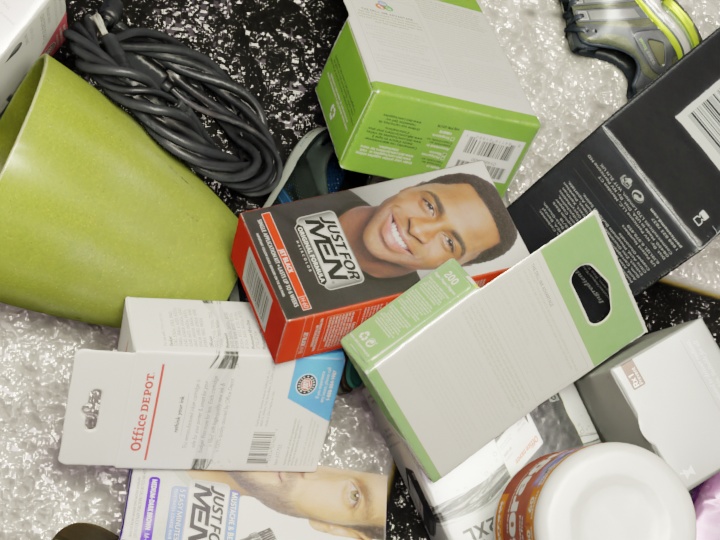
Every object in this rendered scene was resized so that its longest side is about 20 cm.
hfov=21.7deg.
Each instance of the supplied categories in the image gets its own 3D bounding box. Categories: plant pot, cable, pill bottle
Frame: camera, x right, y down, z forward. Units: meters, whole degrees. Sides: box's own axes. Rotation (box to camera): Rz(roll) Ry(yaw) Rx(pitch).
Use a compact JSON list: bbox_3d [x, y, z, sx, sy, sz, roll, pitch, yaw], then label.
[{"bbox_3d":[-0.191,-0.034,1.424,0.199,0.187,0.189,27,77,-17],"label":"plant pot"},{"bbox_3d":[-0.137,-0.133,1.451,0.200,0.163,0.051,42,103,-6],"label":"cable"},{"bbox_3d":[0.155,0.182,1.324,0.111,0.200,0.114,1,81,-8],"label":"pill bottle"}]

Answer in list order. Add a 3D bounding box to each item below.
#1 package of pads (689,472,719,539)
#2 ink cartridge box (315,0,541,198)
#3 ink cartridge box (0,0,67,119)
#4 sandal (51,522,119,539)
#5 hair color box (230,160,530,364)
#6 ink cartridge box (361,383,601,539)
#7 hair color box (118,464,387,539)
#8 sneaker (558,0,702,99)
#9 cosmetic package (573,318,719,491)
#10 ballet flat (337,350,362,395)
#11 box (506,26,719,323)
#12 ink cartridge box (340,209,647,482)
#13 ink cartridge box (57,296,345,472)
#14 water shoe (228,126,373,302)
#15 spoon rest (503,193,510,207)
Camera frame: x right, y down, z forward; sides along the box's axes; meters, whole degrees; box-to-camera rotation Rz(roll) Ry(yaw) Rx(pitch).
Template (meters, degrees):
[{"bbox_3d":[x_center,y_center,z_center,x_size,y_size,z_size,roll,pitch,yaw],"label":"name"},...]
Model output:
[{"bbox_3d":[0.323,0.180,1.496,0.120,0.076,0.201,30,78,-4],"label":"package of pads"},{"bbox_3d":[0.041,-0.158,1.491,0.146,0.076,0.201,10,37,-24],"label":"ink cartridge box"},{"bbox_3d":[-0.314,-0.148,1.432,0.085,0.146,0.201,38,78,1],"label":"ink cartridge box"},{"bbox_3d":[-0.158,0.270,1.432,0.199,0.055,0.082,34,71,14],"label":"sandal"},{"bbox_3d":[0.015,-0.008,1.383,0.198,0.061,0.102,-13,59,-22],"label":"hair color box"},{"bbox_3d":[0.110,0.149,1.468,0.144,0.084,0.202,-24,85,-11],"label":"ink cartridge box"},{"bbox_3d":[-0.081,0.198,1.421,0.198,0.065,0.110,10,42,-7],"label":"hair color box"},{"bbox_3d":[0.189,-0.225,1.552,0.200,0.074,0.081,42,81,3],"label":"sneaker"},{"bbox_3d":[0.225,0.107,1.430,0.090,0.200,0.108,-29,89,-11],"label":"cosmetic package"},{"bbox_3d":[0.000,0.000,1.493,0.063,0.067,0.202,16,74,26],"label":"ballet flat"},{"bbox_3d":[0.229,-0.073,1.438,0.196,0.200,0.118,-38,86,-32],"label":"box"},{"bbox_3d":[0.099,0.048,1.364,0.199,0.146,0.048,-36,44,-5],"label":"ink cartridge box"},{"bbox_3d":[-0.122,0.085,1.398,0.198,0.117,0.068,3,36,-17],"label":"ink cartridge box"},{"bbox_3d":[-0.041,-0.028,1.463,0.071,0.079,0.202,32,66,-33],"label":"water shoe"},{"bbox_3d":[0.063,-0.009,1.478,0.100,0.060,0.201,53,46,-26],"label":"spoon rest"}]
